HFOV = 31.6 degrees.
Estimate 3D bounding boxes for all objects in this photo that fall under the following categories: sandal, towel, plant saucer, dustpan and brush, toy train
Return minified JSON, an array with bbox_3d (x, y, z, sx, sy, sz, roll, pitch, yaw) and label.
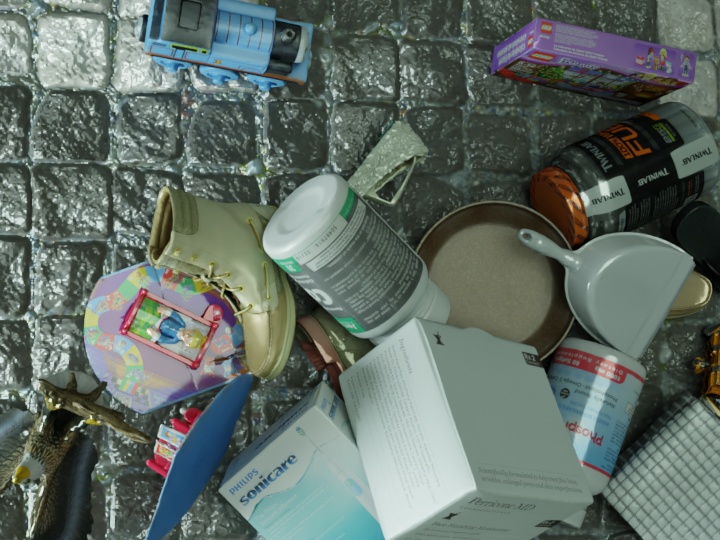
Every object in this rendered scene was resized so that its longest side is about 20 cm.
[{"bbox_3d":[0.446,-0.010,1.526,0.200,0.048,0.075,31,104,-32],"label":"sandal"},{"bbox_3d":[0.396,0.265,1.487,0.166,0.086,0.200,-44,96,3],"label":"towel"},{"bbox_3d":[0.152,0.019,1.468,0.200,0.037,0.201,0,93,-3],"label":"plant saucer"},{"bbox_3d":[0.264,0.002,1.436,0.200,0.057,0.140,24,99,-28],"label":"dustpan and brush"},{"bbox_3d":[-0.144,-0.253,1.387,0.200,0.114,0.087,10,84,-13],"label":"toy train"}]

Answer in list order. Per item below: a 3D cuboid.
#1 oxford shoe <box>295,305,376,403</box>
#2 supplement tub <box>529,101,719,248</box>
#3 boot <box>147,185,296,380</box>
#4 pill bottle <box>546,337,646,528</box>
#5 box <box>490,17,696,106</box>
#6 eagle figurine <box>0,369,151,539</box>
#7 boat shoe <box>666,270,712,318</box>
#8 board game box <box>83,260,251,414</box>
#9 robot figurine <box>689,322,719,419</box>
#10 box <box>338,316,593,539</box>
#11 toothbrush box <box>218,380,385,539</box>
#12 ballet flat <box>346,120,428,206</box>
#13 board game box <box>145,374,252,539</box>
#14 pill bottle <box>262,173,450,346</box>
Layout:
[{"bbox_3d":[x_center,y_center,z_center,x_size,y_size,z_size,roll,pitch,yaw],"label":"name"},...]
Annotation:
[{"bbox_3d":[0.008,0.123,1.422,0.074,0.071,0.200,-34,96,-20],"label":"oxford shoe"},{"bbox_3d":[0.307,-0.109,1.489,0.200,0.123,0.123,-25,92,-16],"label":"supplement tub"},{"bbox_3d":[-0.148,0.013,1.350,0.155,0.073,0.200,11,67,-36],"label":"boot"},{"bbox_3d":[0.246,0.186,1.457,0.109,0.109,0.200,23,80,-12],"label":"pill bottle"},{"bbox_3d":[0.269,-0.240,1.482,0.200,0.137,0.039,10,83,-13],"label":"box"},{"bbox_3d":[-0.335,0.205,1.314,0.152,0.151,0.200,43,111,32],"label":"eagle figurine"},{"bbox_3d":[0.335,0.017,1.514,0.200,0.069,0.074,6,84,-14],"label":"boat shoe"},{"bbox_3d":[-0.200,0.060,1.386,0.200,0.039,0.158,-19,91,-16],"label":"board game box"},{"bbox_3d":[0.498,0.128,1.528,0.200,0.058,0.145,11,63,1],"label":"robot figurine"},{"bbox_3d":[0.110,0.176,1.337,0.199,0.131,0.200,15,46,-43],"label":"box"},{"bbox_3d":[-0.030,0.246,1.369,0.146,0.085,0.200,-43,98,12],"label":"toothbrush box"},{"bbox_3d":[0.005,-0.084,1.431,0.072,0.072,0.200,42,78,-8],"label":"ballet flat"},{"bbox_3d":[-0.180,0.184,1.314,0.039,0.200,0.158,30,34,10],"label":"board game box"},{"bbox_3d":[0.000,0.000,1.362,0.200,0.113,0.113,44,76,-26],"label":"pill bottle"}]
